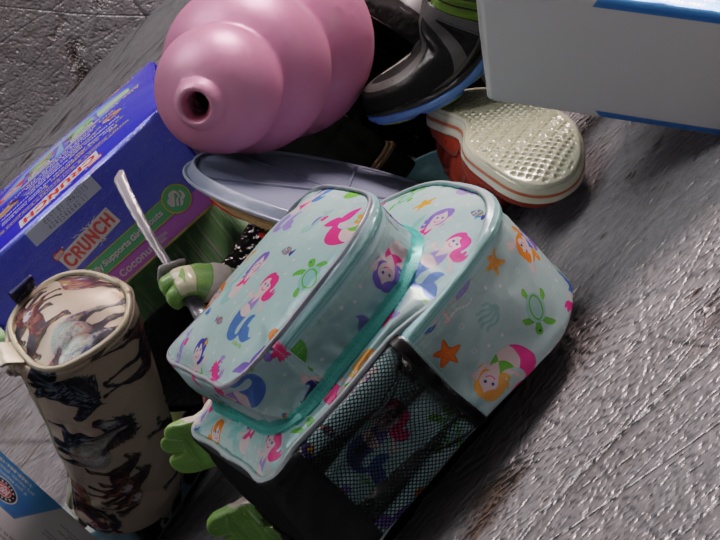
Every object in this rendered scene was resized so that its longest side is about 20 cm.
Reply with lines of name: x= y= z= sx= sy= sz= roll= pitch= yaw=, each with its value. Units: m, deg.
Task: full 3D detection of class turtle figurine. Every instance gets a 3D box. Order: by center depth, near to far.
turtle figurine: x=-0.080 y=0.068 z=1.441 sx=0.194 sy=0.199 sz=0.144 roll=-71 pitch=-6 yaw=-51

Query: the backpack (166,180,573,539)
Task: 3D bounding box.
backpack: x=0.006 y=0.039 z=1.264 sx=0.200 sy=0.151 sz=0.177 roll=-42 pitch=18 yaw=-9

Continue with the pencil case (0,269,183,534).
pencil case: x=-0.164 y=0.085 z=1.492 sx=0.089 sy=0.200 sz=0.078 roll=-17 pitch=50 yaw=-5

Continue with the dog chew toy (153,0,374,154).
dog chew toy: x=-0.067 y=-0.129 z=1.500 sx=0.124 sy=0.125 sz=0.200 roll=-39 pitch=4 yaw=27

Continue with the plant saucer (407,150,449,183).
plant saucer: x=0.000 y=0.000 z=1.621 sx=0.200 sy=0.027 sz=0.200 roll=-44 pitch=14 yaw=14

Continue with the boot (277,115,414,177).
boot: x=-0.058 y=-0.090 z=1.703 sx=0.078 sy=0.138 sz=0.200 roll=-54 pitch=14 yaw=-30

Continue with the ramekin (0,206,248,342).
ramekin: x=-0.155 y=0.021 z=1.718 sx=0.200 sy=0.098 sz=0.200 roll=-39 pitch=13 yaw=11

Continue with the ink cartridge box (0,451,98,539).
ink cartridge box: x=-0.256 y=0.235 z=1.470 sx=0.146 sy=0.147 sz=0.200 roll=-38 pitch=16 yaw=28

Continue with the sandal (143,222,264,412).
sandal: x=-0.084 y=0.032 z=1.617 sx=0.200 sy=0.075 sz=0.048 roll=-47 pitch=-13 yaw=-33

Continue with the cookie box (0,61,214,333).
cookie box: x=-0.177 y=-0.043 z=1.601 sx=0.171 sy=0.075 sz=0.200 roll=-41 pitch=14 yaw=5

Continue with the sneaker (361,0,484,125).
sneaker: x=0.065 y=-0.176 z=1.513 sx=0.200 sy=0.083 sz=0.071 roll=-50 pitch=13 yaw=15

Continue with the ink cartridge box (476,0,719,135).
ink cartridge box: x=0.167 y=-0.175 z=1.359 sx=0.144 sy=0.084 sz=0.200 roll=11 pitch=44 yaw=21

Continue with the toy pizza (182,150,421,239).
toy pizza: x=-0.012 y=-0.033 z=1.466 sx=0.200 sy=0.200 sz=0.032 roll=-110 pitch=32 yaw=-75

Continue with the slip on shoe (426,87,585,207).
slip on shoe: x=0.090 y=-0.067 z=1.484 sx=0.074 sy=0.061 sz=0.200 roll=-14 pitch=17 yaw=-12

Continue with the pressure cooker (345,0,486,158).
pressure cooker: x=0.066 y=-0.198 z=1.672 sx=0.200 sy=0.176 sz=0.179 roll=-51 pitch=-2 yaw=-21

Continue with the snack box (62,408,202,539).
snack box: x=-0.142 y=0.127 z=1.660 sx=0.116 sy=0.037 sz=0.200 roll=-28 pitch=23 yaw=46
